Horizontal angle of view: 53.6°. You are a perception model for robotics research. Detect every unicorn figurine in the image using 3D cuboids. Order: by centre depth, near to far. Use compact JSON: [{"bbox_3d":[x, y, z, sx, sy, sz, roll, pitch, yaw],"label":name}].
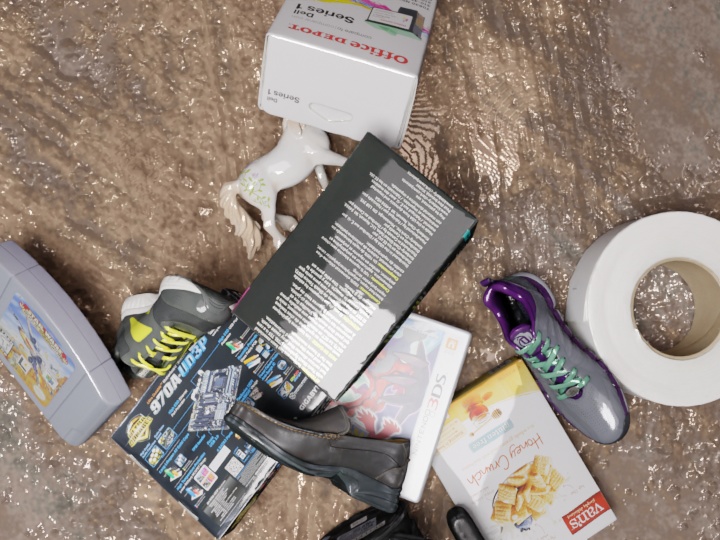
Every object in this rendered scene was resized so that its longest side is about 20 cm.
[{"bbox_3d":[-0.067,-0.114,0.757,0.200,0.074,0.138,-45,112,-23],"label":"unicorn figurine"}]

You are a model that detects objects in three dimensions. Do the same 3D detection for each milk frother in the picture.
[{"bbox_3d":[0.052,0.336,0.671,0.179,0.200,0.190,-29,88,16],"label":"milk frother"}]

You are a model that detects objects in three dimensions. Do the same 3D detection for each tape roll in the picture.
[{"bbox_3d":[0.328,0.040,0.766,0.199,0.071,0.205,0,88,-2],"label":"tape roll"}]

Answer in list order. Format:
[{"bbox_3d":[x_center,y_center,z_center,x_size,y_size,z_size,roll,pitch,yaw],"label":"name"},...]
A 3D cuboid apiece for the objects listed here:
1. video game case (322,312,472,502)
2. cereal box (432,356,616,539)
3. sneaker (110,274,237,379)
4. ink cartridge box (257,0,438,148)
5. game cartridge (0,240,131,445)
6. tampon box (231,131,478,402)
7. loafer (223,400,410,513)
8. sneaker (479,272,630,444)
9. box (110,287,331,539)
[{"bbox_3d":[-0.003,0.122,0.757,0.198,0.023,0.184,18,87,13],"label":"video game case"},{"bbox_3d":[0.162,0.216,0.768,0.143,0.040,0.201,-32,88,-1],"label":"cereal box"},{"bbox_3d":[-0.185,0.064,0.696,0.074,0.199,0.086,27,63,-29],"label":"sneaker"},{"bbox_3d":[-0.005,-0.229,0.712,0.143,0.084,0.201,15,47,-1],"label":"ink cartridge box"},{"bbox_3d":[-0.322,0.075,0.727,0.201,0.133,0.041,51,44,2],"label":"game cartridge"},{"bbox_3d":[0.000,0.000,0.679,0.126,0.150,0.201,39,91,7],"label":"tampon box"},{"bbox_3d":[-0.037,0.162,0.683,0.199,0.073,0.073,32,75,-27],"label":"loafer"},{"bbox_3d":[0.188,0.092,0.723,0.075,0.087,0.201,-47,61,30],"label":"sneaker"},{"bbox_3d":[-0.138,0.146,0.742,0.158,0.046,0.201,37,89,12],"label":"box"}]
